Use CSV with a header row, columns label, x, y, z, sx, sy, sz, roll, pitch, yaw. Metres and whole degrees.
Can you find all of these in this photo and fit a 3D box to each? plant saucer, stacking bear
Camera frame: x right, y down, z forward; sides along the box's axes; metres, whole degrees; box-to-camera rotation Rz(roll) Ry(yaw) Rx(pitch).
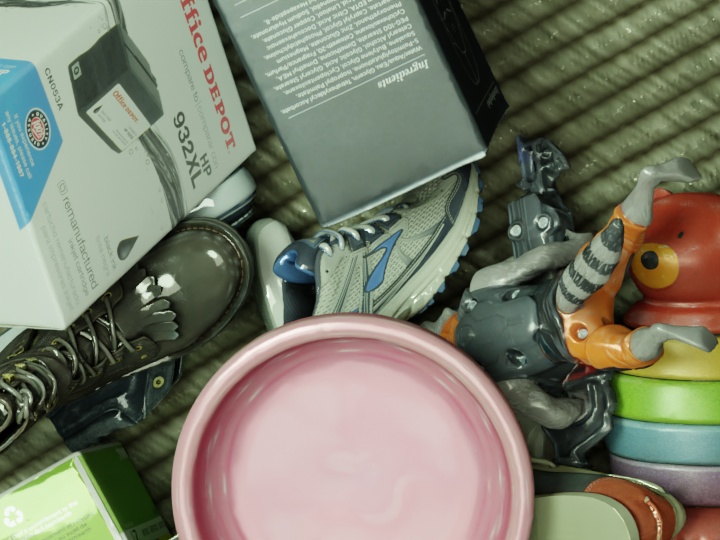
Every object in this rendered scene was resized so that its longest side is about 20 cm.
label,x,y,z,sx,sy,sz,roll,pitch,yaw
plant saucer,-0.003,0.119,1.622,0.199,0.051,0.202,1,101,4
stacking bear,0.190,0.054,1.699,0.121,0.113,0.201,8,99,46

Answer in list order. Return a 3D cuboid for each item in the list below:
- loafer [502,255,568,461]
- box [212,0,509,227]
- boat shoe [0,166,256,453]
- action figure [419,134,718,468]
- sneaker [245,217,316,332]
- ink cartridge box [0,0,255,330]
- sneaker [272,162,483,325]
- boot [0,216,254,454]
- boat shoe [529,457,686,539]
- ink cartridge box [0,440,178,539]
label,x,y,z,sx,sy,sz,roll,pitch,yaw
loafer,0.093,0.092,1.744,0.071,0.063,0.201,4,85,17
box,-0.008,-0.146,1.660,0.107,0.148,0.201,-25,97,11
boat shoe,-0.122,0.024,1.754,0.200,0.071,0.091,-36,96,20
action figure,0.106,0.000,1.653,0.193,0.104,0.201,-31,63,40
sneaker,-0.006,0.053,1.750,0.080,0.070,0.201,-28,100,-4
ink cartridge box,-0.159,-0.081,1.645,0.083,0.200,0.146,3,123,35
sneaker,0.000,0.000,1.687,0.085,0.077,0.201,37,65,-10
boot,-0.161,0.053,1.639,0.199,0.174,0.069,-33,93,22
boat shoe,0.088,0.138,1.671,0.199,0.062,0.072,2,104,38
ink cartridge box,-0.137,0.134,1.733,0.199,0.148,0.076,-31,87,4
